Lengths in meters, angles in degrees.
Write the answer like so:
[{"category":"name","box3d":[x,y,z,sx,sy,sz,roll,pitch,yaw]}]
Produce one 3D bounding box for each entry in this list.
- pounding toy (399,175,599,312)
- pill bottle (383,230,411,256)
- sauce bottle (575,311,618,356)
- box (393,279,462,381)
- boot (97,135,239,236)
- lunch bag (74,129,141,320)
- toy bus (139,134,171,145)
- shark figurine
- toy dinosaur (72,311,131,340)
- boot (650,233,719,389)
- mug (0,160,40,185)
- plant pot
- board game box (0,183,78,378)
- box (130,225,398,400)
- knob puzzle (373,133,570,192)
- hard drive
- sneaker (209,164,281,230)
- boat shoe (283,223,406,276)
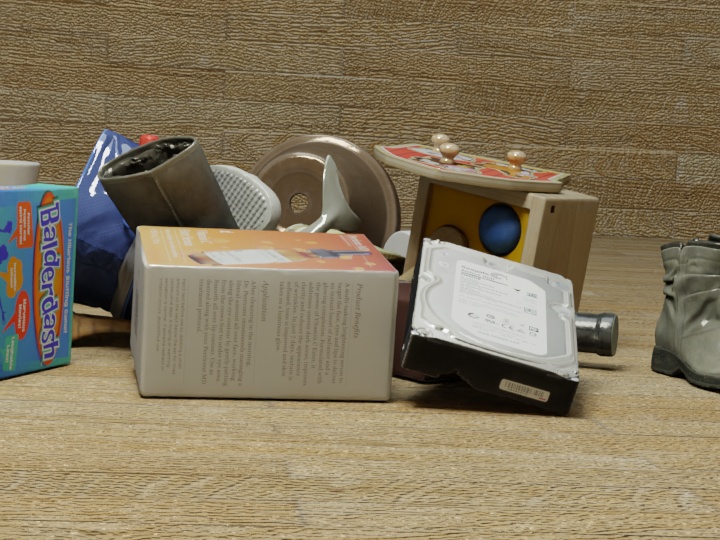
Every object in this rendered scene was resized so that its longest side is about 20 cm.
[{"category":"pounding toy","box3d":[0.106,-0.004,1.727,0.199,0.185,0.142,18,12,38]},{"category":"pill bottle","box3d":[0.127,-0.005,2.001,0.199,0.112,0.111,-1,6,-35]},{"category":"sauce bottle","box3d":[0.144,0.053,1.620,0.199,0.065,0.065,3,5,16]},{"category":"box","box3d":[0.034,0.050,1.549,0.100,0.076,0.199,-1,8,-37]},{"category":"boot","box3d":[-0.111,-0.028,1.480,0.181,0.201,0.073,-15,23,10]},{"category":"lunch bag","box3d":[-0.211,-0.032,1.607,0.132,0.136,0.200,26,-20,-5]},{"category":"toy bus","box3d":[-0.260,-0.060,1.963,0.199,0.193,0.136,2,6,6]},{"category":"shark figurine","box3d":[-0.100,-0.010,1.608,0.090,0.214,0.128,47,25,2]},{"category":"toy dinosaur","box3d":[-0.274,0.050,1.571,0.199,0.061,0.106,-4,32,-20]},{"category":"boot","box3d":[0.321,0.035,1.535,0.067,0.132,0.200,0,5,-22]},{"category":"mug","box3d":[-0.455,-0.048,1.917,0.185,0.154,0.149,0,6,-21]},{"category":"plant pot","box3d":[-0.056,-0.067,1.958,0.199,0.202,0.175,3,-5,6]},{"category":"board game box","box3d":[-0.295,0.009,1.364,0.045,0.153,0.200,5,6,19]},{"category":"box","box3d":[-0.082,0.032,1.383,0.199,0.107,0.152,1,12,-12]},{"category":"knob puzzle","box3d":[0.107,-0.111,1.700,0.218,0.031,0.220,10,10,-2]},{"category":"hard drive","box3d":[0.108,0.040,1.400,0.139,0.038,0.200,17,23,-1]},{"category":"sneaker","box3d":[-0.134,-0.071,1.726,0.082,0.074,0.199,2,9,-44]},{"category":"boat shoe","box3d":[-0.002,0.002,1.792,0.063,0.074,0.200,31,4,42]}]
